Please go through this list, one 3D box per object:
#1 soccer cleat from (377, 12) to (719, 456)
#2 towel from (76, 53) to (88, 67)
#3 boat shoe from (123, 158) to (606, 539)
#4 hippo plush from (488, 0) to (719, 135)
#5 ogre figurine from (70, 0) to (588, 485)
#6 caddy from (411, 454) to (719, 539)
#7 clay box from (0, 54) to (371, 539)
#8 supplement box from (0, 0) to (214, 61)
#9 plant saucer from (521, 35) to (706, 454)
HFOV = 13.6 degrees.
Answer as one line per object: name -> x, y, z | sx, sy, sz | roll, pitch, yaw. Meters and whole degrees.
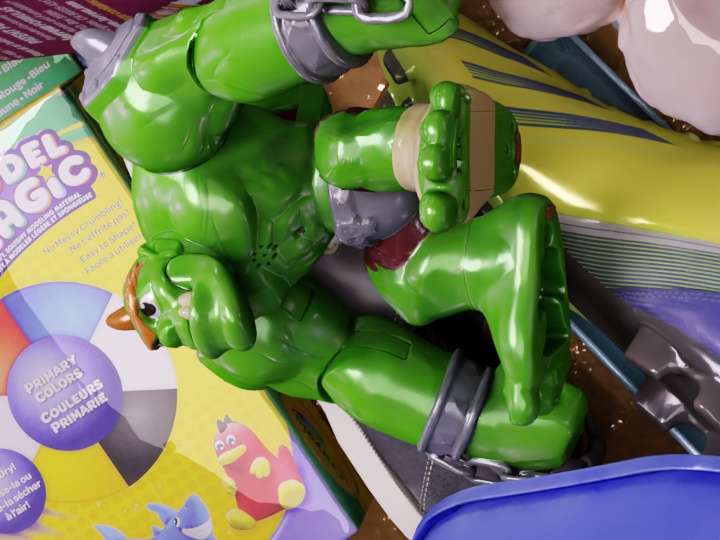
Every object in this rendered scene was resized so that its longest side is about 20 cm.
soccer cleat -> 0.083, -0.022, 0.929 | 0.084, 0.065, 0.200 | -39, 64, -13
towel -> -0.033, -0.161, 0.944 | 0.200, 0.049, 0.112 | -32, 76, 14
boat shoe -> 0.000, 0.000, 0.961 | 0.068, 0.072, 0.200 | -30, 105, 40
hippo plush -> 0.090, -0.129, 0.876 | 0.159, 0.161, 0.201 | -4, 83, -4
ogre figurine -> -0.008, -0.014, 0.869 | 0.119, 0.200, 0.098 | 2, 67, 23
caddy -> 0.094, 0.119, 0.897 | 0.200, 0.105, 0.141 | -14, 130, 44
clay box -> -0.099, 0.027, 0.992 | 0.115, 0.048, 0.200 | -33, 97, 13
supplement box -> -0.106, -0.133, 0.885 | 0.199, 0.103, 0.132 | -4, 81, 19
plant saucer -> 0.108, 0.012, 0.948 | 0.200, 0.019, 0.070 | 46, 105, 20
